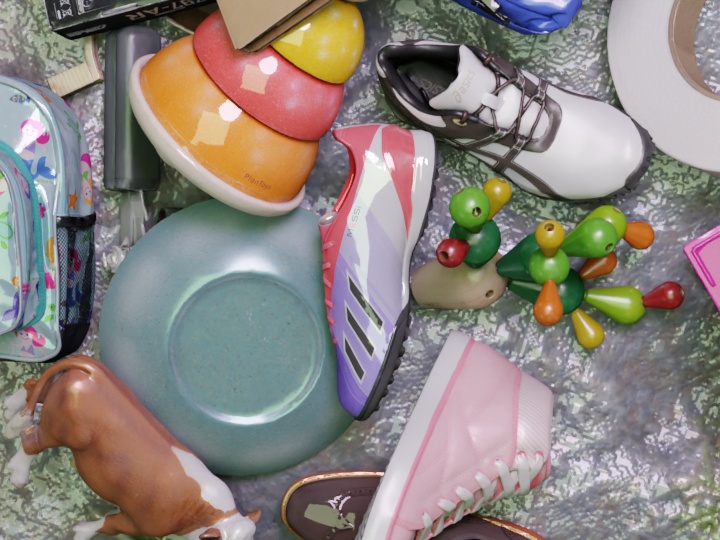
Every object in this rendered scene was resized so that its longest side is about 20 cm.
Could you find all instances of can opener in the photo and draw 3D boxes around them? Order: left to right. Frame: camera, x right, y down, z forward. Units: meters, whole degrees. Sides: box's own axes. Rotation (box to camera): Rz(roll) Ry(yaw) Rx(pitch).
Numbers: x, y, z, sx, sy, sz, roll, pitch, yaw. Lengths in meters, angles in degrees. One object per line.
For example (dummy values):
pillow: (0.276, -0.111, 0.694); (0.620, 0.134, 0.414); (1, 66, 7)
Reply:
can opener: (-0.150, -0.071, 1.446); (0.066, 0.053, 0.200); (-5, 93, -25)

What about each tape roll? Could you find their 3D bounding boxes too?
tape roll: (0.259, -0.160, 1.356); (0.203, 0.037, 0.203); (-6, 79, 33)

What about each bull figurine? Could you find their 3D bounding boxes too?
bull figurine: (-0.159, 0.140, 1.407); (0.121, 0.065, 0.200); (-26, 111, 31)

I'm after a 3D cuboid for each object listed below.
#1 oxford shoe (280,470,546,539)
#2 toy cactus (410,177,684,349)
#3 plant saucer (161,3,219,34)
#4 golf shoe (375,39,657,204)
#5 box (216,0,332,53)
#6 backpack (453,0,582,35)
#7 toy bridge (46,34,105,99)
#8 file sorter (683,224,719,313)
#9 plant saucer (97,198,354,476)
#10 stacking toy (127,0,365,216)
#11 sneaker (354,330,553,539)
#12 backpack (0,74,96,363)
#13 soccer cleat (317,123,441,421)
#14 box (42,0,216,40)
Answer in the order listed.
oxford shoe: (0.040, 0.184, 1.417); (0.200, 0.073, 0.071); (13, 94, 6)
toy cactus: (0.107, 0.005, 1.381); (0.165, 0.200, 0.102); (-15, 69, 41)
plant saucer: (-0.075, -0.255, 1.434); (0.200, 0.034, 0.200); (0, 93, 6)
golf shoe: (0.095, -0.101, 1.368); (0.200, 0.094, 0.078); (19, 87, 22)
box: (-0.045, -0.262, 1.301); (0.163, 0.021, 0.200); (-32, 67, 25)
backpack: (0.085, -0.259, 1.338); (0.200, 0.163, 0.168); (31, 94, -7)
toy bridge: (-0.223, -0.224, 1.453); (0.067, 0.027, 0.200); (-23, 89, 6)
file sorter: (0.330, -0.005, 1.355); (0.200, 0.125, 0.139); (-30, 88, 5)
plant saucer: (-0.080, 0.050, 1.416); (0.201, 0.039, 0.201); (-1, 101, -7)
stacking toy: (-0.044, -0.147, 1.357); (0.146, 0.146, 0.200); (45, 112, 3)
sneaker: (0.069, 0.139, 1.376); (0.105, 0.075, 0.200); (26, 57, 3)
backpack: (-0.274, -0.039, 1.410); (0.177, 0.151, 0.200); (3, 88, 10)
soccer cleat: (0.000, 0.000, 1.383); (0.073, 0.068, 0.200); (10, 97, -12)
box: (-0.152, -0.273, 1.399); (0.160, 0.044, 0.200); (-14, 85, 8)
